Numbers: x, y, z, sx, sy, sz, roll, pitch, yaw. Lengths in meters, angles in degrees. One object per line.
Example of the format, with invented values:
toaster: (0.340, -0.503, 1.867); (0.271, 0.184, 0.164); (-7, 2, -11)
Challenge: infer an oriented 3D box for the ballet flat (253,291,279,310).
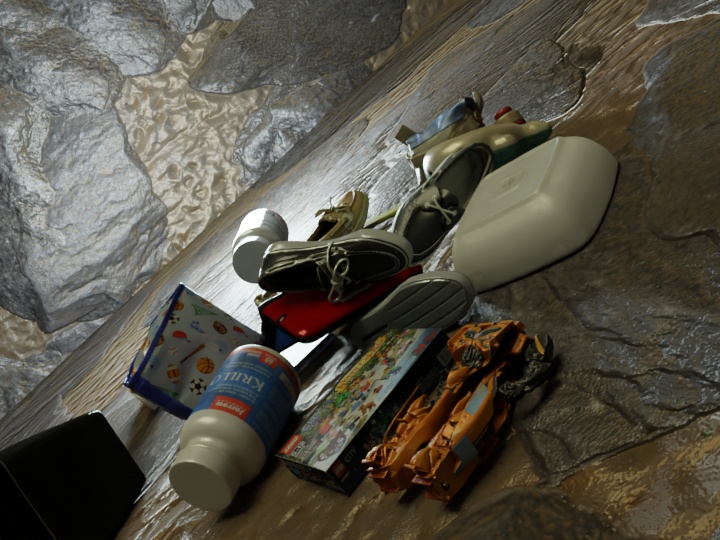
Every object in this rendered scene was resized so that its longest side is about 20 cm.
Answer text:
ballet flat: (-0.110, 0.009, 1.536); (0.200, 0.070, 0.069); (-42, 16, -2)

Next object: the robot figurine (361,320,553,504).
robot figurine: (0.093, 0.119, 0.787); (0.200, 0.058, 0.144); (-51, 20, -28)

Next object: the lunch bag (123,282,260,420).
lunch bag: (-0.248, 0.147, 1.273); (0.124, 0.169, 0.201); (-51, 17, 25)

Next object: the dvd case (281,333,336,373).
dvd case: (-0.118, 0.132, 1.321); (0.149, 0.016, 0.200); (-44, 16, -8)

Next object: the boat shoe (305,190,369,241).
boat shoe: (-0.050, -0.053, 1.301); (0.073, 0.063, 0.201); (-19, 37, 52)

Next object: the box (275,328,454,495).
box: (0.006, 0.148, 0.949); (0.200, 0.038, 0.136); (-48, 17, -23)

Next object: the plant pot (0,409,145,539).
plant pot: (-0.448, 0.324, 1.295); (0.199, 0.201, 0.177); (-24, 12, 46)

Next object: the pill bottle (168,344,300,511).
pill bottle: (-0.157, 0.195, 1.072); (0.112, 0.112, 0.201); (-30, 20, 33)

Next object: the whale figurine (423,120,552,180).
whale figurine: (0.192, -0.159, 1.264); (0.198, 0.105, 0.159); (-21, 5, -21)

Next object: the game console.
game console: (-0.028, 0.060, 1.154); (0.199, 0.120, 0.172); (-30, 32, -25)

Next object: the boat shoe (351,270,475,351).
boat shoe: (0.064, 0.041, 1.041); (0.199, 0.072, 0.062); (-28, 13, 44)

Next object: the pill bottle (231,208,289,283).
pill bottle: (-0.217, -0.051, 1.851); (0.113, 0.114, 0.200); (-37, 16, 13)

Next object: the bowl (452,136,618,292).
bowl: (0.198, -0.077, 1.034); (0.199, 0.075, 0.201); (-27, 23, 42)

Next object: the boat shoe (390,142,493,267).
boat shoe: (0.106, -0.092, 1.116); (0.201, 0.075, 0.060); (-59, 12, -25)

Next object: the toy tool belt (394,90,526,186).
toy tool belt: (0.155, -0.229, 1.384); (0.199, 0.124, 0.125); (-34, -10, 25)

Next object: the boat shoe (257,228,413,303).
boat shoe: (-0.034, -0.004, 1.068); (0.197, 0.074, 0.068); (0, 39, 12)

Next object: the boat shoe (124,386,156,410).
boat shoe: (-0.403, 0.206, 1.677); (0.093, 0.075, 0.200); (-51, 17, -9)

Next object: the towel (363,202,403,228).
towel: (0.037, -0.082, 1.412); (0.199, 0.018, 0.086); (-30, 8, -33)
